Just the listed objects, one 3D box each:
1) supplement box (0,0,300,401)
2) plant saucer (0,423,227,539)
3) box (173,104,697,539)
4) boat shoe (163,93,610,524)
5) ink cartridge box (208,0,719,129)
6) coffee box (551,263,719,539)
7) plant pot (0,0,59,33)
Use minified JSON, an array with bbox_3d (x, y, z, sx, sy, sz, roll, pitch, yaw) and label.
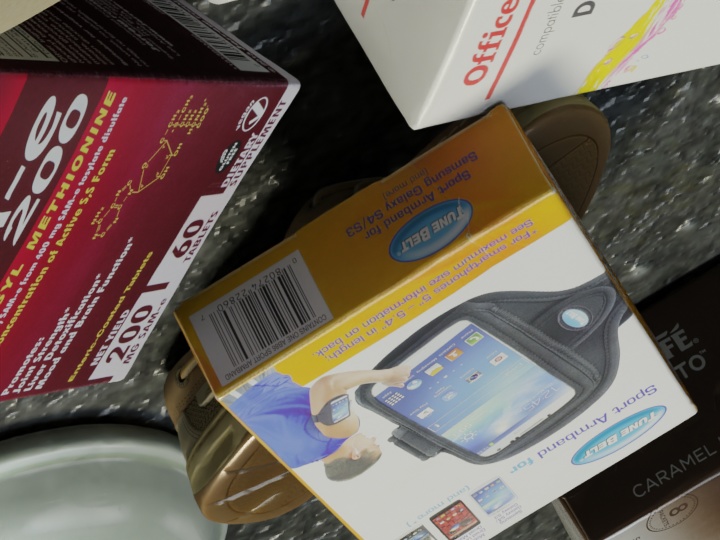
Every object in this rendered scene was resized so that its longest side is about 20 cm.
[{"bbox_3d":[-0.102,-0.022,0.725,0.109,0.061,0.200,-58,162,15],"label":"supplement box"},{"bbox_3d":[-0.131,0.137,1.024,0.199,0.050,0.200,-23,149,-15],"label":"plant saucer"},{"bbox_3d":[0.034,0.035,0.901,0.119,0.042,0.200,-32,146,5],"label":"box"},{"bbox_3d":[0.000,0.000,0.925,0.071,0.065,0.200,14,128,-47],"label":"boat shoe"},{"bbox_3d":[0.065,-0.110,0.817,0.199,0.067,0.117,-14,146,-28],"label":"ink cartridge box"},{"bbox_3d":[0.143,0.093,1.174,0.114,0.080,0.200,-31,150,-1],"label":"coffee box"},{"bbox_3d":[-0.101,-0.118,0.573,0.200,0.187,0.188,-14,148,-51],"label":"plant pot"}]
